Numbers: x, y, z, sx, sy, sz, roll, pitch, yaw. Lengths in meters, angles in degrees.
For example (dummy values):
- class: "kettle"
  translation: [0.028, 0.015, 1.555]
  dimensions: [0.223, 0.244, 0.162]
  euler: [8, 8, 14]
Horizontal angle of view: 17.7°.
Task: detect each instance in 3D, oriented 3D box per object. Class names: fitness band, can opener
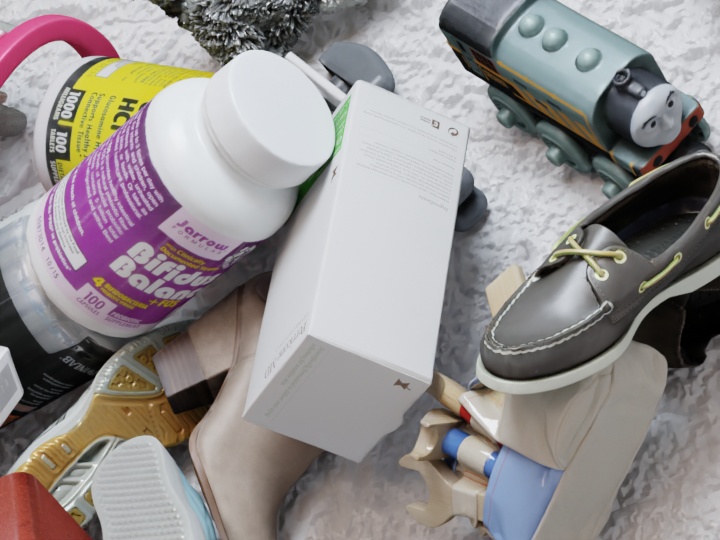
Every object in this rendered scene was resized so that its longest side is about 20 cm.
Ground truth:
- class: "fitness band"
  translation: [-0.240, -0.086, 1.621]
  dimensions: [0.037, 0.144, 0.200]
  euler: [19, 71, 40]
- class: "can opener"
  translation: [0.017, -0.098, 1.545]
  dimensions: [0.066, 0.053, 0.200]
  euler: [-43, 50, -3]

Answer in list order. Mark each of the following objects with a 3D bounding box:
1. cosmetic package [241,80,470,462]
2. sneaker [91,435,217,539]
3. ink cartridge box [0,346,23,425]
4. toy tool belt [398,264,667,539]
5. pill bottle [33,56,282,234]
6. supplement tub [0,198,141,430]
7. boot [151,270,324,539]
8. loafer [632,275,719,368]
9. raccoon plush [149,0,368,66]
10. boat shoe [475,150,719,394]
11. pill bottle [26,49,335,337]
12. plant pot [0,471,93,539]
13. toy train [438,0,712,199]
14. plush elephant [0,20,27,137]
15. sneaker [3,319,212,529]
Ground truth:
- class: "cosmetic package"
  translation: [0.000, 0.000, 1.394]
  dimensions: [0.108, 0.085, 0.200]
  euler: [-52, 21, 47]
- class: "sneaker"
  translation: [-0.110, 0.179, 1.383]
  dimensions: [0.074, 0.082, 0.200]
  euler: [-32, 29, 12]
- class: "ink cartridge box"
  translation: [-0.330, 0.116, 1.417]
  dimensions: [0.176, 0.045, 0.200]
  euler: [5, 40, 24]
- class: "toy tool belt"
  translation: [0.085, 0.108, 1.335]
  dimensions: [0.123, 0.125, 0.200]
  euler: [35, 108, 40]
- class: "pill bottle"
  translation: [-0.115, -0.080, 1.567]
  dimensions: [0.200, 0.112, 0.113]
  euler: [11, 66, 34]
- class: "supplement tub"
  translation: [-0.255, 0.046, 1.549]
  dimensions: [0.200, 0.122, 0.123]
  euler: [-28, 50, 21]
- class: "boot"
  translation: [-0.038, 0.092, 1.447]
  dimensions: [0.146, 0.070, 0.200]
  euler: [-21, 72, -4]
- class: "loafer"
  translation: [0.172, 0.025, 1.365]
  dimensions: [0.200, 0.073, 0.071]
  euler: [-24, 51, 14]
- class: "raccoon plush"
  translation: [-0.070, -0.209, 1.581]
  dimensions: [0.134, 0.200, 0.097]
  euler: [-42, 64, 26]
- class: "boat shoe"
  translation: [0.135, -0.001, 1.275]
  dimensions: [0.072, 0.061, 0.201]
  euler: [25, 44, 37]
- class: "pill bottle"
  translation: [-0.109, -0.049, 1.433]
  dimensions: [0.200, 0.112, 0.112]
  euler: [-37, 44, 37]
- class: "plant pot"
  translation: [-0.222, 0.242, 1.379]
  dimensions: [0.200, 0.200, 0.176]
  euler: [-24, 41, 13]
- class: "toy train"
  translation: [0.135, -0.118, 1.452]
  dimensions: [0.085, 0.114, 0.200]
  euler: [-47, 50, -5]
- class: "plush elephant"
  translation: [-0.309, -0.119, 1.681]
  dimensions: [0.155, 0.200, 0.165]
  euler: [-39, 39, -23]
- class: "sneaker"
  translation: [-0.166, 0.102, 1.505]
  dimensions: [0.200, 0.076, 0.088]
  euler: [-39, 9, -22]
